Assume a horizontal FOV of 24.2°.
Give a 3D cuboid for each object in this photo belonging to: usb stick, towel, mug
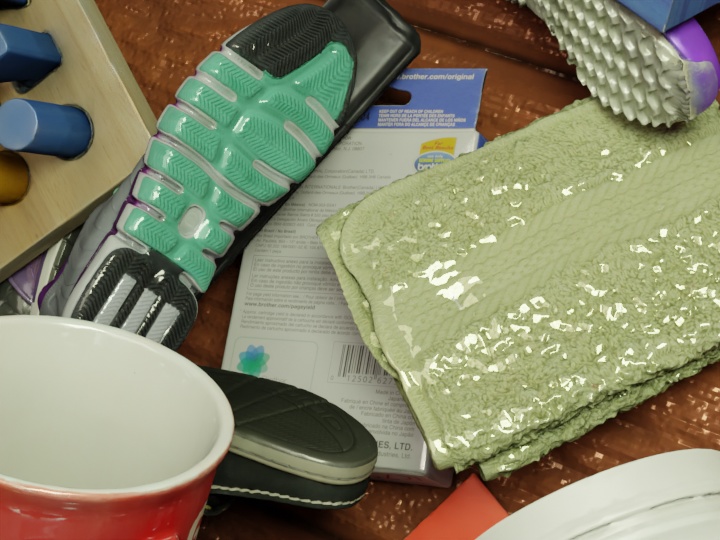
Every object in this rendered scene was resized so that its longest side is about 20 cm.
[{"bbox_3d":[-0.051,-0.055,0.819,0.200,0.033,0.055,-48,67,6],"label":"usb stick"},{"bbox_3d":[0.094,-0.005,0.741,0.200,0.036,0.148,-25,63,-10],"label":"towel"},{"bbox_3d":[-0.131,0.146,0.678,0.178,0.133,0.200,-124,44,-55],"label":"mug"}]

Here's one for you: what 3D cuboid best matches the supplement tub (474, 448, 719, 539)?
[{"bbox_3d":[0.126,0.184,0.636,0.145,0.145,0.200,-29,64,14],"label":"supplement tub"}]

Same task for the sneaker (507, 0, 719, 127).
[{"bbox_3d":[0.124,-0.146,0.771,0.099,0.070,0.200,-26,44,-8],"label":"sneaker"}]

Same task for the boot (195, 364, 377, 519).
[{"bbox_3d":[-0.087,0.124,0.777,0.204,0.073,0.154,11,102,29],"label":"boot"}]

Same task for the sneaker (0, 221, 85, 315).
[{"bbox_3d":[-0.187,0.054,0.875,0.088,0.076,0.200,14,74,39],"label":"sneaker"}]

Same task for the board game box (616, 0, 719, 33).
[{"bbox_3d":[0.134,-0.207,0.759,0.200,0.043,0.199,-29,57,-30],"label":"board game box"}]

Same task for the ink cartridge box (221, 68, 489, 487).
[{"bbox_3d":[0.000,0.000,0.815,0.119,0.042,0.200,2,77,27],"label":"ink cartridge box"}]

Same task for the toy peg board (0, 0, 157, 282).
[{"bbox_3d":[-0.232,-0.089,0.820,0.199,0.098,0.200,-33,78,20],"label":"toy peg board"}]

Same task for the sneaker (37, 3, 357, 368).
[{"bbox_3d":[-0.085,-0.044,0.778,0.200,0.074,0.088,-54,30,-12],"label":"sneaker"}]

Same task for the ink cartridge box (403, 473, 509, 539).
[{"bbox_3d":[0.002,0.191,0.746,0.200,0.050,0.109,-44,61,7],"label":"ink cartridge box"}]
